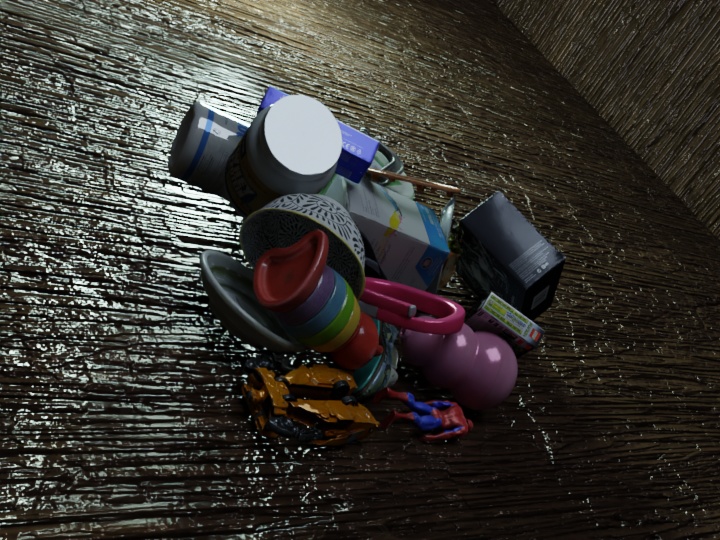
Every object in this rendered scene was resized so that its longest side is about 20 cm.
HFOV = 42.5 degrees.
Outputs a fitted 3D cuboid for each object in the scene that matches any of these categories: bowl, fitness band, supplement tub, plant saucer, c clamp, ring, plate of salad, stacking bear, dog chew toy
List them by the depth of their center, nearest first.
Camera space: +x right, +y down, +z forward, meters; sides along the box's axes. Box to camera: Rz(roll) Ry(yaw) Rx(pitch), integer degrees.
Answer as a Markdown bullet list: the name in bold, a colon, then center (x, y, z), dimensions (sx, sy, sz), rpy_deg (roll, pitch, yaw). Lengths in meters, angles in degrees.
- **stacking bear**: center (-0.045, 0.061, 1.274), dimensions (0.200, 0.120, 0.115), rpy_deg (47, 35, -37)
- **plant saucer**: center (-0.158, 0.056, 1.299), dimensions (0.199, 0.050, 0.200), rpy_deg (42, 10, -9)
- **bowl**: center (-0.067, -0.046, 1.330), dimensions (0.198, 0.201, 0.095), rpy_deg (32, 55, -6)
- **supplement tub**: center (-0.118, -0.163, 1.398), dimensions (0.142, 0.200, 0.148), rpy_deg (8, 70, -21)
- **fitness band**: center (0.065, 0.050, 1.413), dimensions (0.197, 0.038, 0.143), rpy_deg (19, 14, 31)
- **dog chew toy**: center (0.150, 0.137, 1.465), dimensions (0.197, 0.125, 0.125), rpy_deg (27, 29, -15)
- **supplement tub**: center (-0.210, -0.184, 1.549), dimensions (0.197, 0.133, 0.133), rpy_deg (21, 31, -24)
- **ring**: center (0.079, -0.155, 1.616), dimensions (0.196, 0.020, 0.201), rpy_deg (12, 7, -2)
- **plate of salad**: center (0.156, -0.037, 1.660), dimensions (0.047, 0.204, 0.201), rpy_deg (11, 29, 2)
- **c clamp**: center (0.001, -0.224, 1.739), dimensions (0.170, 0.027, 0.199), rpy_deg (41, 30, 10)

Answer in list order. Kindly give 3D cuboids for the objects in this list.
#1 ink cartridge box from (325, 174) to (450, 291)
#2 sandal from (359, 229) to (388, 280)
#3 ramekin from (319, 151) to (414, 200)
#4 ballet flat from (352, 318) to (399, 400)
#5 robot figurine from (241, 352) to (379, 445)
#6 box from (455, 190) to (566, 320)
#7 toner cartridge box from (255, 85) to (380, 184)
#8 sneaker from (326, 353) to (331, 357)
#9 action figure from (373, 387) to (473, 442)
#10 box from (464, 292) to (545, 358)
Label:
- **ink cartridge box**: center (0.023, -0.048, 1.580), dimensions (0.197, 0.148, 0.146), rpy_deg (22, 29, -23)
- **sandal**: center (0.001, 0.000, 1.492), dimensions (0.201, 0.075, 0.043), rpy_deg (50, 13, -32)
- **ramekin**: center (0.008, -0.155, 1.776), dimensions (0.197, 0.098, 0.202), rpy_deg (26, 30, -16)
- **ballet flat**: center (0.031, 0.138, 1.402), dimensions (0.073, 0.075, 0.201), rpy_deg (29, 32, -10)
- **robot figurine**: center (-0.073, 0.178, 1.232), dimensions (0.197, 0.059, 0.146), rpy_deg (10, 37, -40)
- **box**: center (0.274, -0.010, 1.735), dimensions (0.103, 0.201, 0.183), rpy_deg (-34, 65, -14)
- **toner cartridge box**: center (-0.073, -0.216, 1.490), dimensions (0.197, 0.095, 0.044), rpy_deg (27, 71, -7)
- **sneaker**: center (-0.035, 0.058, 1.438), dimensions (0.114, 0.076, 0.201), rpy_deg (-2, 45, -53)
- **action figure**: center (0.101, 0.218, 1.372), dimensions (0.197, 0.052, 0.066), rpy_deg (17, 38, -40)
- **box**: center (0.222, 0.106, 1.546), dimensions (0.109, 0.200, 0.035), rpy_deg (36, 70, 0)
